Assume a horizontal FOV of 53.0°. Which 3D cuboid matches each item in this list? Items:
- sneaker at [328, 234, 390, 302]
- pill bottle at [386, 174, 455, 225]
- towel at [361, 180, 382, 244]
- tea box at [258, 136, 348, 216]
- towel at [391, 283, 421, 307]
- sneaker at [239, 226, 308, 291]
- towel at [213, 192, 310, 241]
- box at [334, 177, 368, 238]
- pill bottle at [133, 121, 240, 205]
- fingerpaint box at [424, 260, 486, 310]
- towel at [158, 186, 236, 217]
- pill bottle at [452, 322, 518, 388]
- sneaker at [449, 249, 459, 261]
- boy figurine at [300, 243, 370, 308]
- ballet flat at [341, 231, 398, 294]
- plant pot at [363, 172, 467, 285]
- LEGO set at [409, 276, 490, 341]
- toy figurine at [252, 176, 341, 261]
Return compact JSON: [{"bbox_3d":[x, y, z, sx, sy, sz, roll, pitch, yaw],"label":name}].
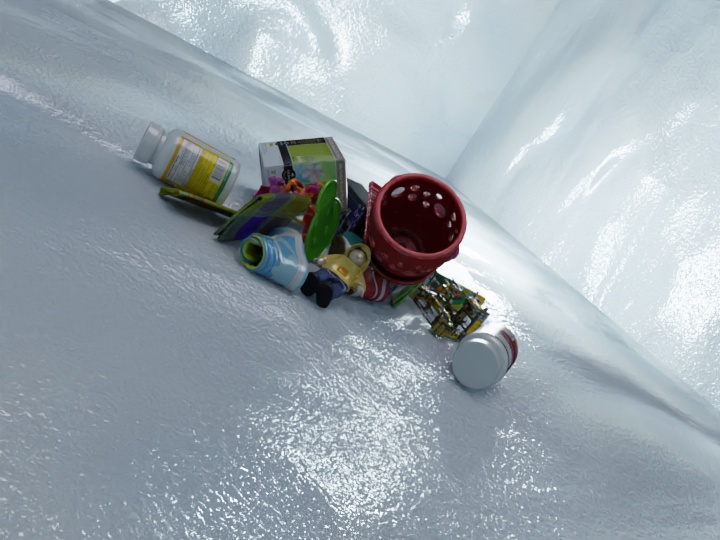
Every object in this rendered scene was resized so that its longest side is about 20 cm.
[{"bbox_3d":[0.000,0.000,1.616,0.112,0.071,0.201,19,29,-31],"label":"sneaker"},{"bbox_3d":[0.144,-0.134,1.701,0.199,0.110,0.110,26,17,-22],"label":"pill bottle"},{"bbox_3d":[0.067,-0.108,1.722,0.144,0.022,0.201,29,49,-28],"label":"towel"},{"bbox_3d":[-0.142,-0.230,1.757,0.195,0.135,0.200,-7,27,-8],"label":"tea box"},{"bbox_3d":[0.124,0.000,1.717,0.031,0.149,0.200,42,15,-10],"label":"towel"},{"bbox_3d":[-0.179,-0.048,1.398,0.130,0.080,0.200,26,17,-29],"label":"sneaker"},{"bbox_3d":[-0.189,-0.105,1.437,0.023,0.143,0.200,56,21,11],"label":"towel"},{"bbox_3d":[-0.024,-0.134,1.838,0.078,0.142,0.200,23,18,-32],"label":"box"},{"bbox_3d":[-0.359,-0.221,1.490,0.199,0.113,0.113,27,17,-21],"label":"pill bottle"},{"bbox_3d":[0.236,0.029,1.989,0.166,0.074,0.200,27,18,-20],"label":"fingerpaint box"},{"bbox_3d":[-0.299,-0.127,1.448,0.199,0.018,0.086,19,-3,-42],"label":"towel"},{"bbox_3d":[0.263,0.180,1.521,0.114,0.115,0.200,37,17,15],"label":"pill bottle"},{"bbox_3d":[0.160,-0.046,1.912,0.088,0.198,0.074,-104,177,-64],"label":"sneaker"},{"bbox_3d":[-0.035,0.007,1.452,0.124,0.065,0.200,37,36,13],"label":"boy figurine"},{"bbox_3d":[0.012,-0.011,1.680,0.200,0.072,0.072,43,18,31],"label":"ballet flat"},{"bbox_3d":[0.104,-0.075,1.530,0.198,0.183,0.202,6,62,-11],"label":"plant pot"},{"bbox_3d":[0.213,0.071,1.706,0.153,0.116,0.200,27,21,-34],"label":"LEGO set"},{"bbox_3d":[-0.154,-0.144,1.589,0.183,0.201,0.150,25,43,17],"label":"toy figurine"}]
